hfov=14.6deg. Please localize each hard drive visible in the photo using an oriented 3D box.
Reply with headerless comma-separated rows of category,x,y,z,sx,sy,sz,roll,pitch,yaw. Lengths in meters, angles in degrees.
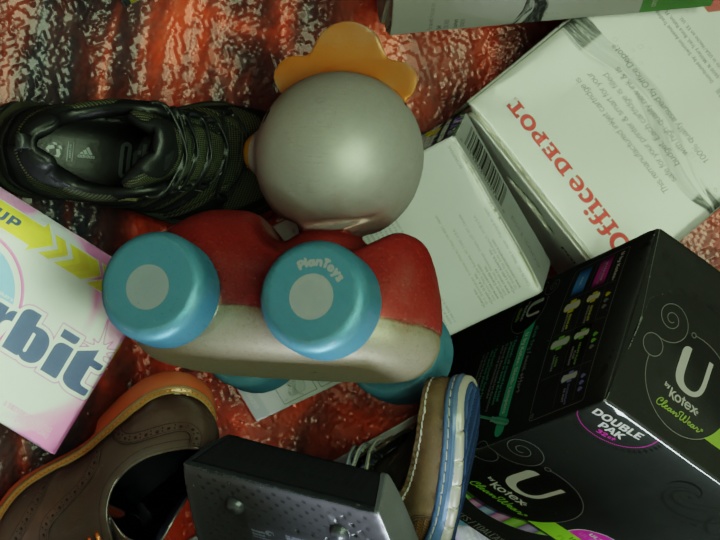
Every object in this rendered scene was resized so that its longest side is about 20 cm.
hard drive,-0.021,0.175,1.585,0.042,0.134,0.200,-58,149,-37

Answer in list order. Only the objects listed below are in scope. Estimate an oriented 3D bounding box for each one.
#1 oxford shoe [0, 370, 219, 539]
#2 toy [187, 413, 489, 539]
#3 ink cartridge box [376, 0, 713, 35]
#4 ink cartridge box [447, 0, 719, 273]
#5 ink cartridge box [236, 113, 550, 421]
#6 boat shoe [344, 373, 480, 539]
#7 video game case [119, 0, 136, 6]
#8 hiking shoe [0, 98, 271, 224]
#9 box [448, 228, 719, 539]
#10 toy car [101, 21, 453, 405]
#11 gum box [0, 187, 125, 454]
oxford shoe,-0.156,0.145,1.601,0.071,0.073,0.200,33,109,-27
toy,-0.001,0.174,1.697,0.199,0.047,0.116,-29,103,-16
ink cartridge box,0.104,-0.225,1.638,0.199,0.084,0.147,-6,77,-3
ink cartridge box,0.172,-0.098,1.704,0.200,0.083,0.147,-39,91,-12
ink cartridge box,0.000,0.000,1.668,0.199,0.050,0.109,-26,105,19
boat shoe,0.021,0.134,1.596,0.072,0.072,0.201,14,131,4
video game case,-0.091,-0.275,1.590,0.180,0.026,0.201,-23,82,-2
hiking shoe,-0.112,-0.061,1.611,0.199,0.101,0.076,0,95,-19
box,0.150,0.087,1.644,0.148,0.200,0.125,34,57,-21
toy car,-0.033,-0.040,1.566,0.176,0.184,0.201,4,79,18
gum box,-0.233,0.003,1.592,0.200,0.066,0.114,33,84,-19
